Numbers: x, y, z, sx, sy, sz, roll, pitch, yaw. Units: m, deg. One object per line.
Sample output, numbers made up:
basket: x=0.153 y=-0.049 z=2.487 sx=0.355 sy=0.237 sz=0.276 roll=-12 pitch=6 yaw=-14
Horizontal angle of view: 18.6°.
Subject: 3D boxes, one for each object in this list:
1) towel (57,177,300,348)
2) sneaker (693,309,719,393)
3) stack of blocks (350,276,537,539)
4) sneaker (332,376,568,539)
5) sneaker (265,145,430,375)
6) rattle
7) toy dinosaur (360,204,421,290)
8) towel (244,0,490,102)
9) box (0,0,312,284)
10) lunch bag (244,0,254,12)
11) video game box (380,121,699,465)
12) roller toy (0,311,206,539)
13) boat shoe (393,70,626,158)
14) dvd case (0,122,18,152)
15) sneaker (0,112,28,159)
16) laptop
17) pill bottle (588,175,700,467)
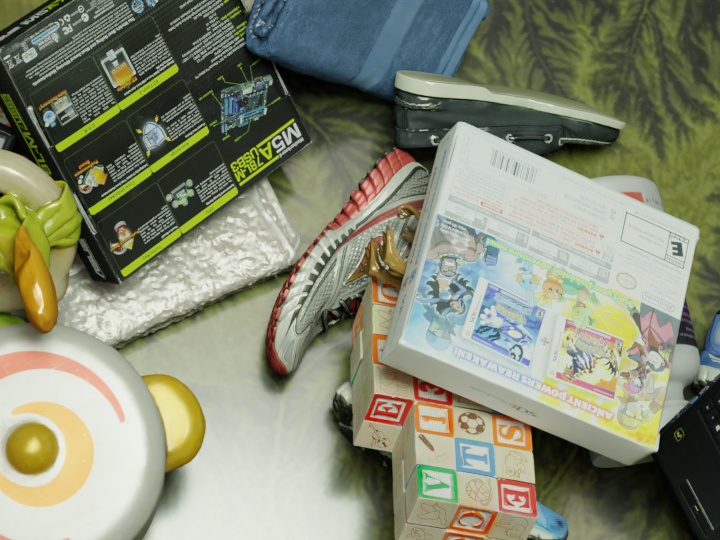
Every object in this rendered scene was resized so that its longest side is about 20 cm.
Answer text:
towel: x=-0.154 y=-0.024 z=1.655 sx=0.199 sy=0.034 sz=0.133 roll=-26 pitch=77 yaw=-15
sneaker: x=0.357 y=0.069 z=1.675 sx=0.199 sy=0.079 sz=0.090 roll=12 pitch=74 yaw=-4
stack of blocks: x=0.056 y=0.103 z=1.551 sx=0.115 sy=0.059 sz=0.201 roll=10 pitch=45 yaw=-12
sneaker: x=0.079 y=0.129 z=1.618 sx=0.200 sy=0.078 sz=0.090 roll=40 pitch=68 yaw=5
sneaker: x=0.000 y=0.000 z=1.646 sx=0.082 sy=0.078 sz=0.200 roll=38 pitch=72 yaw=3
rattle: x=-0.299 y=-0.010 z=1.504 sx=0.199 sy=0.130 sz=0.143 roll=14 pitch=48 yaw=-6
toy dinosaur: x=0.061 y=0.003 z=1.564 sx=0.106 sy=0.061 sz=0.201 roll=6 pitch=46 yaw=-17
towel: x=0.005 y=-0.190 z=1.653 sx=0.049 sy=0.200 sz=0.112 roll=42 pitch=109 yaw=39
box: x=-0.153 y=-0.124 z=1.589 sx=0.200 sy=0.047 sz=0.194 roll=-39 pitch=117 yaw=-28
lunch bag: x=-0.067 y=-0.263 z=1.702 sx=0.163 sy=0.118 sz=0.201 roll=-14 pitch=83 yaw=-16
video game box: x=0.129 y=0.016 z=1.534 sx=0.199 sy=0.047 sz=0.183 roll=23 pitch=59 yaw=-13
roller toy: x=-0.224 y=0.133 z=1.533 sx=0.199 sy=0.140 sz=0.183 roll=24 pitch=76 yaw=-1
boat shoe: x=0.112 y=-0.107 z=1.695 sx=0.199 sy=0.074 sz=0.066 roll=6 pitch=102 yaw=-32
dvd case: x=-0.345 y=-0.041 z=1.582 sx=0.142 sy=0.018 sz=0.201 roll=25 pitch=107 yaw=0
sneaker: x=-0.256 y=-0.096 z=1.634 sx=0.199 sy=0.092 sz=0.076 roll=-6 pitch=111 yaw=-8
laptop: x=0.336 y=0.137 z=1.592 sx=0.200 sy=0.103 sz=0.178 roll=-41 pitch=120 yaw=-17
pill bottle: x=0.190 y=0.040 z=1.642 sx=0.111 sy=0.111 sz=0.201 roll=-9 pitch=74 yaw=-11
